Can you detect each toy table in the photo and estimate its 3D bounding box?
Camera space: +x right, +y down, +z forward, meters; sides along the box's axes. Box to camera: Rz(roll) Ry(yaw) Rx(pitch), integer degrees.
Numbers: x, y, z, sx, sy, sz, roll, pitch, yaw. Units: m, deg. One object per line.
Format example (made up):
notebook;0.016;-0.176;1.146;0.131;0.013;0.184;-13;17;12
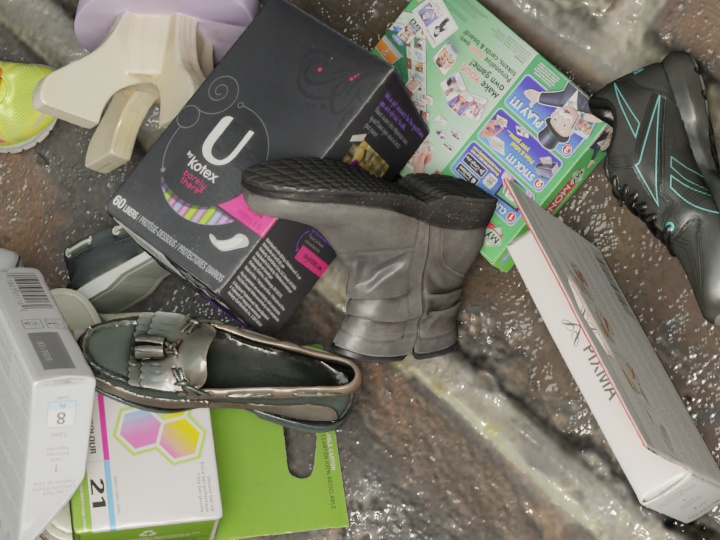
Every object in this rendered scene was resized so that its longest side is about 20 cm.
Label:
toy table;-0.158;-0.150;1.370;0.200;0.182;0.119;148;134;-65

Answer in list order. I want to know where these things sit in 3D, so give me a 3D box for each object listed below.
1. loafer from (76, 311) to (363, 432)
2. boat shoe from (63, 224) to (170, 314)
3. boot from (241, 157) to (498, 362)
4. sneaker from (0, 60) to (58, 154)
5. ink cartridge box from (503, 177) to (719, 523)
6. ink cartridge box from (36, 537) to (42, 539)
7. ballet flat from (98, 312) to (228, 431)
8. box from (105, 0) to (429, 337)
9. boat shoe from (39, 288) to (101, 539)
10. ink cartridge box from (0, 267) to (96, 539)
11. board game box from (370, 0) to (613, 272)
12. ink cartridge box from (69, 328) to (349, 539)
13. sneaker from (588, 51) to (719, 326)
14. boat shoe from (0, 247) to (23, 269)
loafer;-0.094;0.061;1.205;0.198;0.063;0.073;11;64;-13
boat shoe;-0.155;-0.028;1.381;0.198;0.075;0.061;-25;71;21
boot;0.000;0.000;1.198;0.070;0.198;0.133;42;120;56
sneaker;-0.341;-0.150;1.515;0.198;0.090;0.079;1;75;29
ink cartridge box;0.150;0.054;1.122;0.043;0.173;0.201;-34;62;17
ink cartridge box;-0.275;0.226;1.351;0.199;0.067;0.116;-38;59;-5
ballet flat;-0.165;0.071;1.374;0.199;0.074;0.075;30;92;31
box;-0.064;-0.072;1.262;0.122;0.106;0.201;33;81;27
boat shoe;-0.221;0.113;1.314;0.071;0.060;0.204;0;62;-14
ink cartridge box;-0.230;0.123;1.218;0.160;0.047;0.202;-132;45;-54
board game box;0.081;-0.113;1.295;0.135;0.029;0.200;-50;58;10
ink cartridge box;-0.110;0.114;1.253;0.197;0.076;0.149;-5;68;-11
sneaker;0.206;-0.049;1.173;0.078;0.076;0.202;-13;59;6
boat shoe;-0.272;0.069;1.384;0.065;0.201;0.074;13;39;-5
